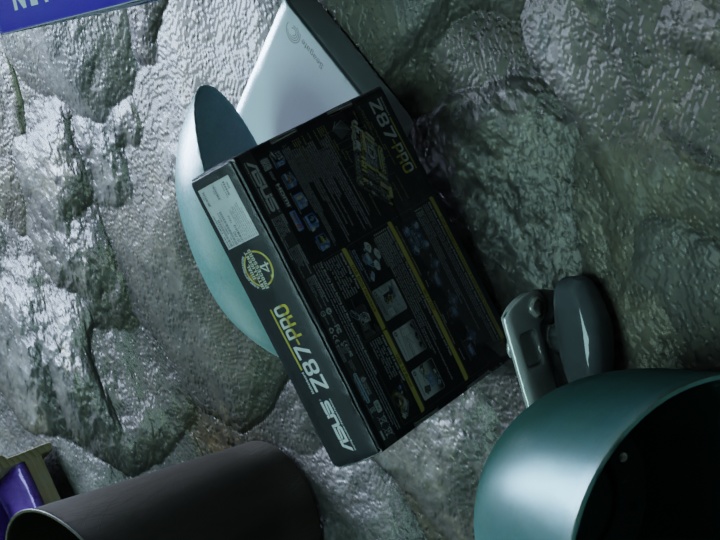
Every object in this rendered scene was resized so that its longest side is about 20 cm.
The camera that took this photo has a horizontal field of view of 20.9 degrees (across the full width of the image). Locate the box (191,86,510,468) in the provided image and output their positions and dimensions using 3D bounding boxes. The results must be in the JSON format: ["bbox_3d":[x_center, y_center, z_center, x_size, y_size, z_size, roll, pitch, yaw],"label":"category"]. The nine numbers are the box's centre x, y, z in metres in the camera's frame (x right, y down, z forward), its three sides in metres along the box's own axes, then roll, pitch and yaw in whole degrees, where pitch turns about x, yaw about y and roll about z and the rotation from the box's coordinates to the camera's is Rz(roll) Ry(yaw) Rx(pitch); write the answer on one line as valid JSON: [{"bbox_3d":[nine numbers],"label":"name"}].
[{"bbox_3d":[0.000,0.000,1.232,0.049,0.161,0.201,-24,95,44],"label":"box"}]

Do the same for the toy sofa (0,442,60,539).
[{"bbox_3d":[-0.301,0.271,1.811,0.083,0.097,0.201,-40,73,52],"label":"toy sofa"}]

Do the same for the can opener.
[{"bbox_3d":[0.135,0.105,1.220,0.066,0.052,0.201,-3,103,51],"label":"can opener"}]

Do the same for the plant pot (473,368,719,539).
[{"bbox_3d":[0.157,0.146,1.105,0.161,0.199,0.202,13,116,63],"label":"plant pot"}]

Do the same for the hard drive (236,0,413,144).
[{"bbox_3d":[-0.042,-0.080,1.383,0.132,0.027,0.200,52,139,22],"label":"hard drive"}]

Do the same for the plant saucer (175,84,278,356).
[{"bbox_3d":[-0.082,-0.023,1.295,0.038,0.201,0.202,-22,88,10],"label":"plant saucer"}]

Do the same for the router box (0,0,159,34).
[{"bbox_3d":[-0.125,-0.208,1.303,0.199,0.179,0.049,-2,104,52],"label":"router box"}]

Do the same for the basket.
[{"bbox_3d":[-0.139,0.216,1.495,0.180,0.199,0.137,23,124,45],"label":"basket"}]
